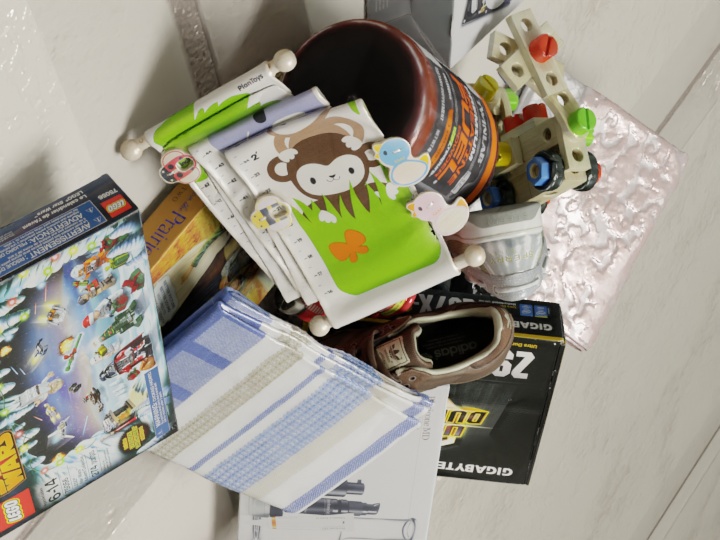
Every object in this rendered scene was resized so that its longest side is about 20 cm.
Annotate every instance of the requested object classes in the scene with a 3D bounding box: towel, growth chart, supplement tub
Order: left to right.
[{"bbox_3d":[-0.065,0.091,1.144,0.147,0.024,0.199,-39,131,26],"label":"towel"},{"bbox_3d":[-0.028,-0.045,1.040,0.144,0.200,0.018,-32,-152,23],"label":"growth chart"},{"bbox_3d":[0.028,-0.091,1.138,0.108,0.106,0.200,-64,157,3],"label":"supplement tub"},{"bbox_3d":[0.174,-0.060,1.491,0.190,0.032,0.201,32,84,-24],"label":"towel"}]

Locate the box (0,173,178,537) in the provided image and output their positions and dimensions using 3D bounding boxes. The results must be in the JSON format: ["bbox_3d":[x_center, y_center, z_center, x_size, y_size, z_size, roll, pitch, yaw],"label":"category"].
[{"bbox_3d":[-0.180,0.054,0.989,0.136,0.040,0.201,-30,143,-22],"label":"box"}]

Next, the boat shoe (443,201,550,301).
[{"bbox_3d":[0.100,-0.010,1.216,0.202,0.074,0.065,102,-22,-88],"label":"boat shoe"}]

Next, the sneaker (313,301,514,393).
[{"bbox_3d":[0.012,0.060,1.198,0.198,0.071,0.076,-19,164,-10],"label":"sneaker"}]

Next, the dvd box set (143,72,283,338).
[{"bbox_3d":[-0.087,-0.022,1.147,0.200,0.029,0.147,-52,155,-24],"label":"dvd box set"}]

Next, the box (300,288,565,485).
[{"bbox_3d":[0.047,0.088,1.331,0.050,0.198,0.161,-88,-174,-51],"label":"box"}]

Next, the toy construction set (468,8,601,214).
[{"bbox_3d":[0.113,-0.110,1.269,0.091,0.132,0.200,-6,167,-18],"label":"toy construction set"}]

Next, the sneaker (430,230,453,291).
[{"bbox_3d":[0.041,-0.035,1.311,0.079,0.095,0.201,-48,152,-31],"label":"sneaker"}]

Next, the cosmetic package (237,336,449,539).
[{"bbox_3d":[-0.016,0.141,1.309,0.052,0.149,0.201,-92,-174,-51],"label":"cosmetic package"}]

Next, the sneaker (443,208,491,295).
[{"bbox_3d":[0.091,0.046,1.405,0.200,0.112,0.073,-50,162,21],"label":"sneaker"}]

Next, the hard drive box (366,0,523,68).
[{"bbox_3d":[0.090,-0.265,1.203,0.200,0.076,0.157,-45,151,-34],"label":"hard drive box"}]

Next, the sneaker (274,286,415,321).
[{"bbox_3d":[0.000,0.000,1.188,0.077,0.085,0.200,-57,177,15],"label":"sneaker"}]
